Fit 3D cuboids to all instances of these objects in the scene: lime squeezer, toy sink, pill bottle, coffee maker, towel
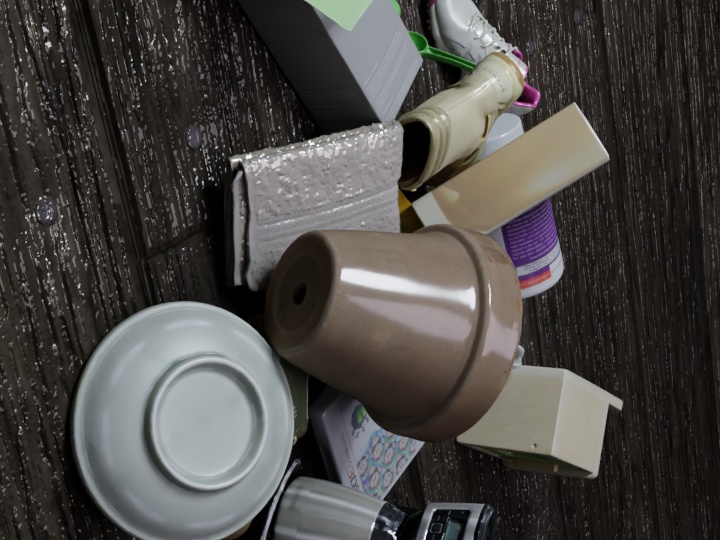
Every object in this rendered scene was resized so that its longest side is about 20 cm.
[{"bbox_3d":[0.045,-0.262,1.246,0.200,0.071,0.038,48,66,-9],"label":"lime squeezer"},{"bbox_3d":[0.227,0.193,1.483,0.200,0.130,0.112,28,69,-54],"label":"toy sink"},{"bbox_3d":[0.166,-0.076,1.389,0.111,0.111,0.200,-45,128,-45],"label":"pill bottle"},{"bbox_3d":[0.024,0.269,1.086,0.192,0.200,0.135,67,35,-63],"label":"coffee maker"},{"bbox_3d":[-0.038,-0.059,1.094,0.200,0.034,0.133,-19,123,-35],"label":"towel"}]

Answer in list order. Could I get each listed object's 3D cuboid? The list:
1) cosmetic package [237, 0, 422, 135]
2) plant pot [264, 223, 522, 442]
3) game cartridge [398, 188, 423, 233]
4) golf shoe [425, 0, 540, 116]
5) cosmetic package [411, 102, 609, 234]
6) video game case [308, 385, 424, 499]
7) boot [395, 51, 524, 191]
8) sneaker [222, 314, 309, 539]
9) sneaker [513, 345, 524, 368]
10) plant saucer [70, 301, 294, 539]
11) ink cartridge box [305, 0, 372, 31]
[{"bbox_3d":[-0.028,-0.232,1.121,0.200,0.090,0.107,55,50,-38],"label":"cosmetic package"},{"bbox_3d":[0.017,0.039,1.057,0.174,0.200,0.201,18,76,-34],"label":"plant pot"},{"bbox_3d":[0.000,0.000,1.222,0.176,0.032,0.200,46,55,-47],"label":"game cartridge"},{"bbox_3d":[0.143,-0.254,1.364,0.200,0.091,0.075,57,49,-39],"label":"golf shoe"},{"bbox_3d":[0.159,-0.094,1.263,0.071,0.200,0.105,59,9,2],"label":"cosmetic package"},{"bbox_3d":[0.026,0.143,1.238,0.200,0.024,0.182,-49,140,-36],"label":"video game case"},{"bbox_3d":[0.072,-0.126,1.226,0.073,0.200,0.155,48,55,5],"label":"boot"},{"bbox_3d":[-0.083,0.148,1.076,0.090,0.067,0.201,28,66,-47],"label":"sneaker"},{"bbox_3d":[0.123,0.056,1.357,0.200,0.087,0.075,41,60,-49],"label":"sneaker"},{"bbox_3d":[-0.131,0.123,0.960,0.200,0.050,0.201,5,81,-35],"label":"plant saucer"},{"bbox_3d":[-0.056,-0.311,1.005,0.200,0.048,0.146,33,54,-2],"label":"ink cartridge box"}]
